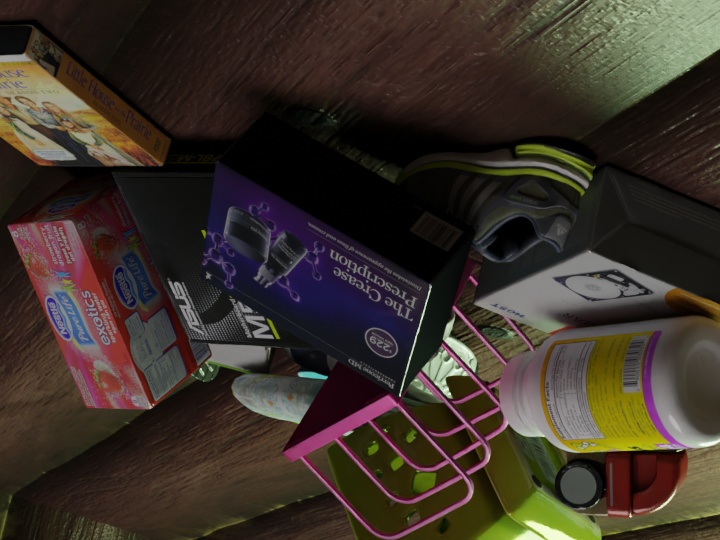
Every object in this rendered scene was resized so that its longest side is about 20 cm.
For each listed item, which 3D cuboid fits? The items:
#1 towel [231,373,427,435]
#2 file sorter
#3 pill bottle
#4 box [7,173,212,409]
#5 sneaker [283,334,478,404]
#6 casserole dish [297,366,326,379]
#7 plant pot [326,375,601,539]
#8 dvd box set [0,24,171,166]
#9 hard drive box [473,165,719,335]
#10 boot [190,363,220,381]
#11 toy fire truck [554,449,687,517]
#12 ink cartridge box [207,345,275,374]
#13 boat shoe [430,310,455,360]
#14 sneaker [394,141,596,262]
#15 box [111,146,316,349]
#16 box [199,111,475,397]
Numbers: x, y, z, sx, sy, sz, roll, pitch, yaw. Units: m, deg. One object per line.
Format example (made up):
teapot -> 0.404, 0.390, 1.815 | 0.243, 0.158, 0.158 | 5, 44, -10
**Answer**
towel -> -0.012, 0.149, 1.873 | 0.199, 0.049, 0.171 | 18, 168, -33
file sorter -> 0.053, 0.115, 1.568 | 0.126, 0.200, 0.139 | 48, 131, -13
pill bottle -> 0.209, 0.096, 1.476 | 0.104, 0.105, 0.199 | 28, 157, -35
box -> -0.232, 0.020, 1.672 | 0.095, 0.100, 0.202 | -3, 117, 39
sneaker -> 0.011, 0.082, 1.886 | 0.199, 0.081, 0.146 | 11, -175, -37
casserole dish -> 0.024, 0.117, 1.991 | 0.198, 0.039, 0.121 | 4, 163, 27
plant pot -> 0.111, 0.231, 1.759 | 0.181, 0.201, 0.199 | -38, 138, 16
dvd box set -> -0.270, -0.142, 1.497 | 0.145, 0.030, 0.200 | 3, 158, 30
hard drive box -> 0.210, -0.001, 1.481 | 0.155, 0.077, 0.200 | 21, 160, -17
boot -> -0.254, 0.055, 2.010 | 0.130, 0.068, 0.200 | 0, 150, 47
toy fire truck -> 0.291, 0.138, 1.692 | 0.198, 0.178, 0.129 | 0, -178, 18
ink cartridge box -> -0.154, 0.031, 1.836 | 0.146, 0.076, 0.200 | 14, 159, 1
boat shoe -> -0.001, 0.027, 1.747 | 0.198, 0.071, 0.070 | 22, 133, -10
sneaker -> 0.094, -0.048, 1.423 | 0.074, 0.082, 0.199 | 29, 156, -36
box -> -0.100, -0.018, 1.580 | 0.191, 0.048, 0.201 | 1, 130, 28
box -> -0.022, -0.012, 1.432 | 0.199, 0.079, 0.142 | 30, 141, 15
